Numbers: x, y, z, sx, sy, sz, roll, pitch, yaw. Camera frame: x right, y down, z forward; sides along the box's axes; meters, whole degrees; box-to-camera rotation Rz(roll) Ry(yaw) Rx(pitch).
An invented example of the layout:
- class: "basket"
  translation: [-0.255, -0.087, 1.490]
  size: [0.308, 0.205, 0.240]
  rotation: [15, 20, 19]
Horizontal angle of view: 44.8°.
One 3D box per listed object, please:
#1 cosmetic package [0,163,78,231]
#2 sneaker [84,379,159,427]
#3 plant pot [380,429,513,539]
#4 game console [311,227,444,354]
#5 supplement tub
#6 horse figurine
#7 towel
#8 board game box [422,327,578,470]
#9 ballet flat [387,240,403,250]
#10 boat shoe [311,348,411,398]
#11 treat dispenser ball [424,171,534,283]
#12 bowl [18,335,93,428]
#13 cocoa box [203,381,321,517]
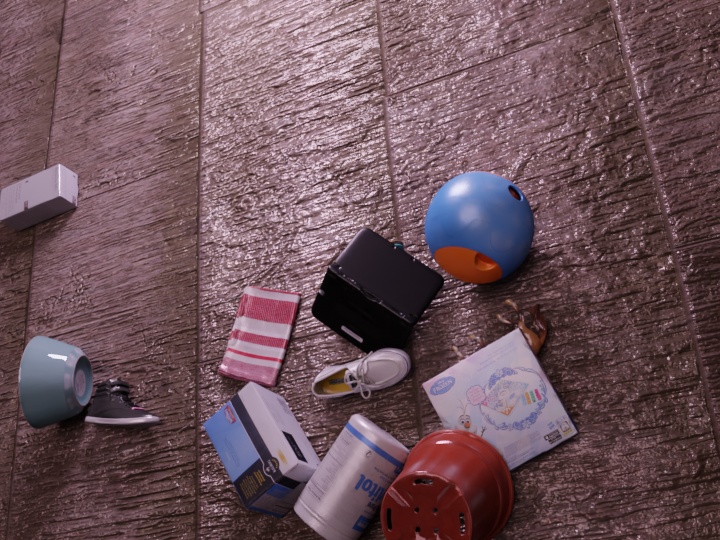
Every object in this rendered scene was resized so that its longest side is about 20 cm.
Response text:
- class: "cosmetic package"
  translation: [-0.825, -0.186, 2.242]
  size: [0.198, 0.074, 0.103]
  rotation: [-21, 61, 19]
- class: "sneaker"
  translation: [-0.507, 0.284, 1.876]
  size: [0.197, 0.071, 0.101]
  rotation: [-2, 72, 31]
- class: "plant pot"
  translation: [0.130, 0.374, 1.400]
  size: [0.198, 0.195, 0.204]
  rotation: [1, 92, 21]
- class: "game console"
  translation: [0.032, 0.052, 1.688]
  size: [0.199, 0.116, 0.178]
  rotation: [33, 121, 14]
- class: "supplement tub"
  translation: [-0.013, 0.372, 1.551]
  size: [0.131, 0.132, 0.201]
  rotation: [31, 85, 33]
- class: "horse figurine"
  translation: [0.261, 0.141, 1.555]
  size: [0.199, 0.050, 0.133]
  rotation: [-40, 66, 1]
- class: "towel"
  translation: [-0.209, 0.133, 1.820]
  size: [0.142, 0.023, 0.203]
  rotation: [7, 72, 28]
- class: "board game box"
  translation: [0.238, 0.235, 1.501]
  size: [0.198, 0.043, 0.201]
  rotation: [-31, 77, 11]
- class: "ballet flat"
  translation: [0.000, 0.000, 1.753]
  size: [0.200, 0.068, 0.072]
  rotation: [-47, 40, 7]
- class: "boat shoe"
  translation: [-0.005, 0.199, 1.634]
  size: [0.199, 0.086, 0.076]
  rotation: [-14, 97, 23]
- class: "treat dispenser ball"
  translation: [0.215, -0.078, 1.586]
  size: [0.198, 0.201, 0.204]
  rotation: [-10, 64, 22]
- class: "bowl"
  translation: [-0.656, 0.242, 1.918]
  size: [0.103, 0.201, 0.204]
  rotation: [-3, 66, 4]
- class: "cocoa box"
  translation: [-0.180, 0.339, 1.648]
  size: [0.131, 0.133, 0.201]
  rotation: [-41, 57, 6]
